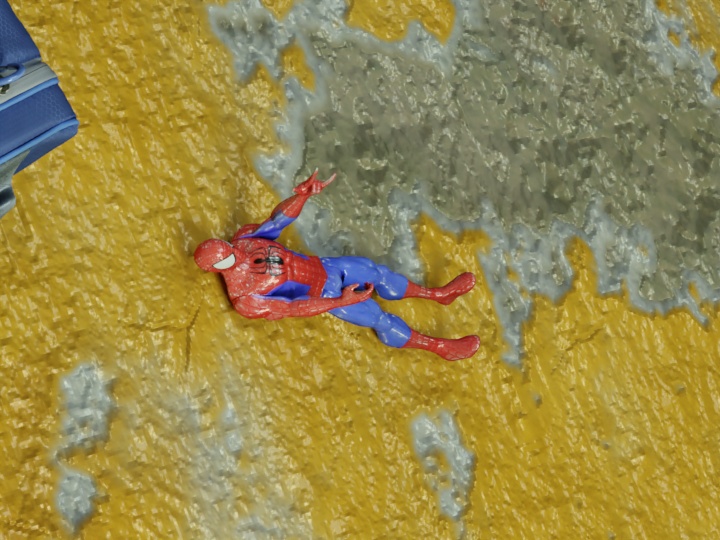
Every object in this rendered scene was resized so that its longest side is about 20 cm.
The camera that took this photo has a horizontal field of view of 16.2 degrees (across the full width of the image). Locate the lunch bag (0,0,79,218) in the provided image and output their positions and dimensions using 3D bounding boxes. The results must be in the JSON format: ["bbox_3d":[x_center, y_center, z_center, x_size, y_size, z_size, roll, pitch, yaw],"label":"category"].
[{"bbox_3d":[-0.235,-0.066,1.240,0.136,0.200,0.132,-35,97,-49],"label":"lunch bag"}]

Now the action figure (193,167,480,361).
[{"bbox_3d":[0.000,0.000,1.487,0.200,0.099,0.065,12,62,-34],"label":"action figure"}]
